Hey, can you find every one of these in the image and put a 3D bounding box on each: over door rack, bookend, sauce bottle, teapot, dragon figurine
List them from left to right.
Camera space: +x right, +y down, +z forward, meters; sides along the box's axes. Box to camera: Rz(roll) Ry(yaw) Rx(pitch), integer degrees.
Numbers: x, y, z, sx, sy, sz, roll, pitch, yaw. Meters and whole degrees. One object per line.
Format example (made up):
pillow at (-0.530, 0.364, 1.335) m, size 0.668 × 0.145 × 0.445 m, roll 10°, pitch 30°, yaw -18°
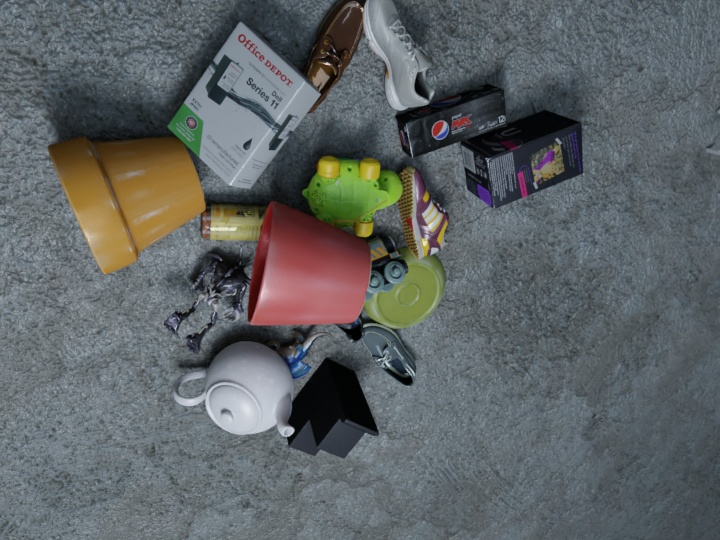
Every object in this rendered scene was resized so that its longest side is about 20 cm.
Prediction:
teapot at (-0.238, 0.248, 1.051) m, size 0.198 × 0.146 × 0.199 m, roll -31°, pitch 101°, yaw 27°
sauce bottle at (-0.191, -0.087, 0.971) m, size 0.196 × 0.066 × 0.067 m, roll -1°, pitch 118°, yaw -20°
dragon figurine at (-0.140, 0.188, 1.134) m, size 0.197 × 0.059 × 0.101 m, roll -22°, pitch 124°, yaw -1°
bookend at (-0.076, 0.338, 1.154) m, size 0.091 × 0.201 × 0.200 m, roll 30°, pitch 105°, yaw -28°
over door rack at (0.832, -0.283, 1.187) m, size 0.201 × 0.066 × 0.148 m, roll -50°, pitch 123°, yaw -13°

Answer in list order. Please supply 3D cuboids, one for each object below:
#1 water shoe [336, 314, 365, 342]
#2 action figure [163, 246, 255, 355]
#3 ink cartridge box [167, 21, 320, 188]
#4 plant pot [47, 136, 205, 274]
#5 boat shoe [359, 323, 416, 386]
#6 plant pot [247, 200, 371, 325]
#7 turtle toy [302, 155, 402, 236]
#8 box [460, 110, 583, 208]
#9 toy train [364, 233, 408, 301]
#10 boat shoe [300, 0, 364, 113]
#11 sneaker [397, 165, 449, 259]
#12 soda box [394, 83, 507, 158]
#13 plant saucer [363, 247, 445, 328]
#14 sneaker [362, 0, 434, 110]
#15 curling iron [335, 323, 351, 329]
water shoe at (-0.043, 0.062, 1.087) m, size 0.071 × 0.079 × 0.201 m, roll -33°, pitch 122°, yaw 2°
action figure at (-0.274, 0.049, 0.994) m, size 0.118 × 0.102 × 0.201 m, roll 38°, pitch 60°, yaw -4°
ink cartridge box at (-0.181, -0.254, 0.836) m, size 0.146 × 0.083 × 0.201 m, roll 41°, pitch 101°, yaw 5°
plant pot at (-0.352, -0.123, 0.835) m, size 0.181 × 0.200 × 0.203 m, roll -24°, pitch 123°, yaw -22°
boat shoe at (0.065, 0.192, 1.195) m, size 0.072 × 0.062 × 0.200 m, roll -30°, pitch 125°, yaw 20°
plant pot at (-0.085, 0.003, 0.889) m, size 0.174 × 0.201 × 0.204 m, roll 12°, pitch 113°, yaw -17°
turtle toy at (-0.012, -0.145, 0.974) m, size 0.196 × 0.101 × 0.148 m, roll -2°, pitch 119°, yaw -17°
box at (0.311, -0.219, 1.028) m, size 0.197 × 0.123 × 0.108 m, roll -21°, pitch 121°, yaw -7°
toy train at (0.000, 0.000, 1.042) m, size 0.197 × 0.085 × 0.116 m, roll -22°, pitch 81°, yaw -24°
boat shoe at (-0.049, -0.347, 0.874) m, size 0.071 × 0.068 × 0.202 m, roll 26°, pitch 107°, yaw -28°
sneaker at (0.128, -0.123, 1.056) m, size 0.089 × 0.075 × 0.203 m, roll -22°, pitch 128°, yaw -15°
soda box at (0.168, -0.279, 0.985) m, size 0.197 × 0.064 × 0.072 m, roll -21°, pitch 121°, yaw -7°
plant saucer at (0.100, 0.047, 1.156) m, size 0.196 × 0.031 × 0.204 m, roll -8°, pitch 119°, yaw -14°
sneaker at (0.074, -0.366, 0.880) m, size 0.076 × 0.091 × 0.202 m, roll -46°, pitch 130°, yaw -26°
curling iron at (-0.112, 0.079, 1.053) m, size 0.197 × 0.050 × 0.026 m, roll 22°, pitch 98°, yaw 1°
